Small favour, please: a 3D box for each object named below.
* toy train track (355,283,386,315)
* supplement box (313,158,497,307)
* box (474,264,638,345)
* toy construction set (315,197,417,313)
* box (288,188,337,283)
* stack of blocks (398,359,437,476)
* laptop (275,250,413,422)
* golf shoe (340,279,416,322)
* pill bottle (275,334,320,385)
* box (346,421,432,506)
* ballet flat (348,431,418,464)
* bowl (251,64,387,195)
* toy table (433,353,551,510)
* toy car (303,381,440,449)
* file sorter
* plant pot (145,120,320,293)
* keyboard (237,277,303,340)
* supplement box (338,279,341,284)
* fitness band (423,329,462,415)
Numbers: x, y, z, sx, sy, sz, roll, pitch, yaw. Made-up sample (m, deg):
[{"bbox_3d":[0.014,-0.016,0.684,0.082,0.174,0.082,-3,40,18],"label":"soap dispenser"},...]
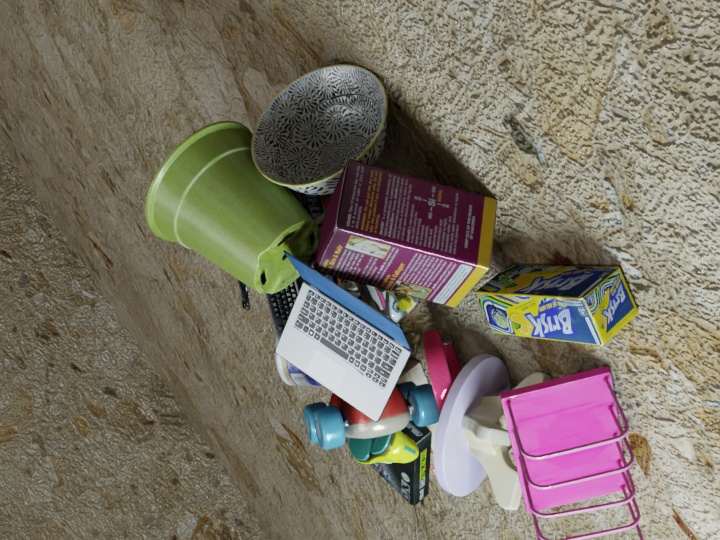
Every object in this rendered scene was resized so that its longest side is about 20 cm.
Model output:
[{"bbox_3d":[0.001,-0.005,1.370,0.115,0.032,0.201,110,140,-61],"label":"toy train track"},{"bbox_3d":[0.055,-0.043,1.158,0.198,0.104,0.131,15,154,-9],"label":"supplement box"},{"bbox_3d":[0.228,0.038,1.093,0.199,0.070,0.065,1,122,61],"label":"box"},{"bbox_3d":[0.036,-0.042,1.290,0.200,0.092,0.131,47,125,-8],"label":"toy construction set"},{"bbox_3d":[-0.079,-0.075,1.417,0.199,0.049,0.202,85,170,-70],"label":"box"},{"bbox_3d":[0.098,0.250,1.582,0.115,0.058,0.202,13,130,56],"label":"stack of blocks"},{"bbox_3d":[-0.037,0.093,1.231,0.186,0.116,0.201,32,114,18],"label":"laptop"},{"bbox_3d":[0.000,0.000,1.438,0.201,0.092,0.073,53,157,12],"label":"golf shoe"},{"bbox_3d":[-0.031,0.133,1.533,0.198,0.120,0.121,-2,125,20],"label":"pill bottle"},{"bbox_3d":[0.042,0.288,1.603,0.200,0.047,0.194,40,151,32],"label":"box"},{"bbox_3d":[0.040,0.289,1.492,0.067,0.067,0.200,24,164,-14],"label":"ballet flat"},{"bbox_3d":[-0.039,-0.170,1.240,0.200,0.201,0.094,34,169,39],"label":"bowl"},{"bbox_3d":[0.192,0.226,1.272,0.117,0.183,0.202,12,97,49],"label":"toy table"},{"bbox_3d":[0.002,0.149,1.396,0.177,0.182,0.202,161,98,-76],"label":"toy car"},{"bbox_3d":[0.266,0.249,1.131,0.126,0.137,0.202,-95,-11,-60],"label":"file sorter"},{"bbox_3d":[-0.161,-0.069,1.266,0.190,0.199,0.201,41,151,24],"label":"plant pot"},{"bbox_3d":[-0.141,0.007,1.388,0.126,0.021,0.202,-14,92,21],"label":"keyboard"},{"bbox_3d":[-0.047,0.049,1.586,0.066,0.069,0.201,11,143,6],"label":"supplement box"},{"bbox_3d":[0.136,0.181,1.369,0.144,0.037,0.202,-86,-22,-62],"label":"fitness band"}]
